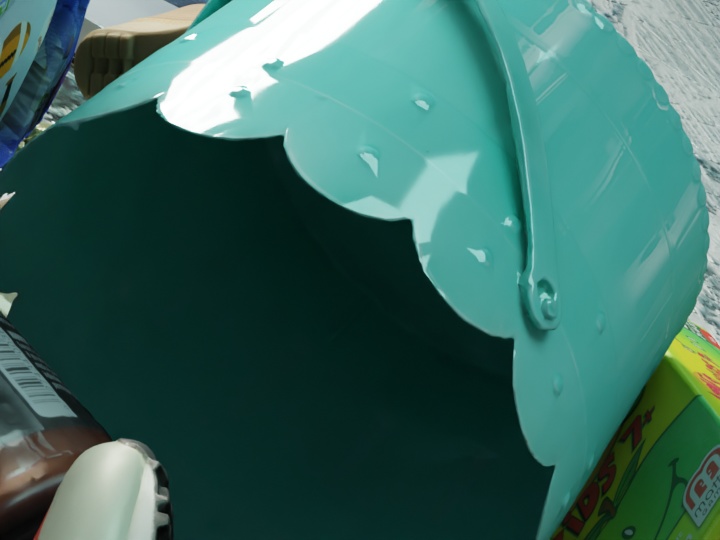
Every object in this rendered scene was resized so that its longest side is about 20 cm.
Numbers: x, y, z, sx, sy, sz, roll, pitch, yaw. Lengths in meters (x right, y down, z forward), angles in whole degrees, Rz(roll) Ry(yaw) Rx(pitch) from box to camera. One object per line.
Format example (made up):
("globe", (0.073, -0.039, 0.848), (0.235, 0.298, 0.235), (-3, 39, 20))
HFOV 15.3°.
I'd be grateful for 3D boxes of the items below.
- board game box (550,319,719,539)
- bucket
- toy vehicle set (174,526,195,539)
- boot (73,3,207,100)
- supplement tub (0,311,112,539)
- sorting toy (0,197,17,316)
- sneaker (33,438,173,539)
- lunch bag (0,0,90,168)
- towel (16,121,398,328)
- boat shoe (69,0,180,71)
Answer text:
("board game box", (0.093, 0.081, 0.872), (0.047, 0.102, 0.200), (29, 10, -14))
("bucket", (0.000, 0.000, 0.823), (0.207, 0.208, 0.135), (39, 50, 6))
("toy vehicle set", (-0.034, 0.074, 0.938), (0.199, 0.027, 0.125), (-4, 54, -47))
("boot", (0.005, -0.068, 1.035), (0.166, 0.073, 0.199), (-1, 14, -42))
("supplement tub", (-0.161, 0.030, 0.792), (0.200, 0.107, 0.107), (45, 22, 24))
("sorting toy", (-0.065, 0.025, 1.055), (0.185, 0.037, 0.200), (40, 21, 7))
("sneaker", (-0.108, 0.120, 0.598), (0.093, 0.201, 0.070), (20, -18, 3))
("lunch bag", (-0.167, -0.107, 0.788), (0.169, 0.125, 0.200), (26, -7, 2))
("towel", (-0.030, -0.018, 1.040), (0.199, 0.037, 0.148), (22, 14, 35))
("boat shoe", (-0.086, -0.079, 1.205), (0.074, 0.068, 0.199), (41, 14, 25))
